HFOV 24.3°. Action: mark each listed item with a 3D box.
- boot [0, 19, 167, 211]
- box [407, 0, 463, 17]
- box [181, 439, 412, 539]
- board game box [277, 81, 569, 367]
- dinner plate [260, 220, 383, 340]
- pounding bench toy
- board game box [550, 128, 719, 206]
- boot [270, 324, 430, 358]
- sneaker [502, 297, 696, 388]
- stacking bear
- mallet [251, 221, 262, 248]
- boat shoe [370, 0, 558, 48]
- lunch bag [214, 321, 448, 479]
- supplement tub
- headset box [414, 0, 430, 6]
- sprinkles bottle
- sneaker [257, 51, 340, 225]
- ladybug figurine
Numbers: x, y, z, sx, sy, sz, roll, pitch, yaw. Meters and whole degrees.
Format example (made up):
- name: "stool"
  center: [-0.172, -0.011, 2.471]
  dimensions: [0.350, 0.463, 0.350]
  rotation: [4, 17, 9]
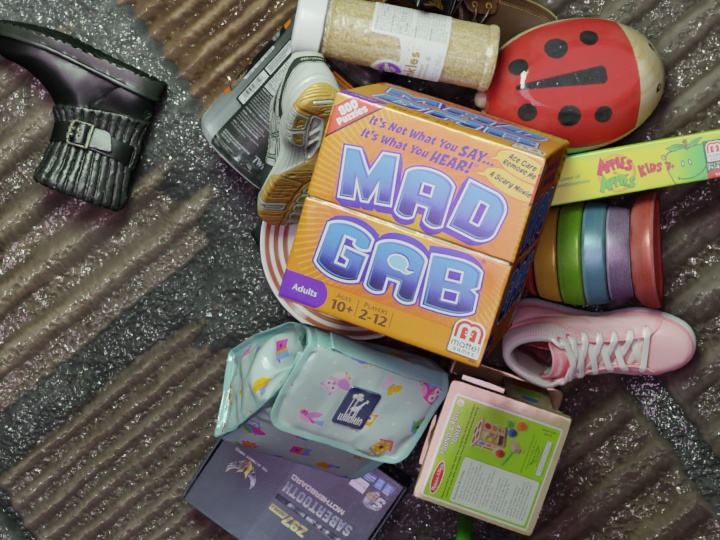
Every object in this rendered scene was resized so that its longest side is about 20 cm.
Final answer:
- name: "boot"
  center: [-0.325, -0.169, 1.806]
  dimensions: [0.211, 0.079, 0.158]
  rotation: [26, 99, 7]
- name: "box"
  center: [0.046, -0.360, 1.690]
  dimensions: [0.200, 0.049, 0.160]
  rotation: [32, 62, 9]
- name: "box"
  center: [-0.069, 0.236, 1.810]
  dimensions: [0.200, 0.051, 0.158]
  rotation: [36, 101, 5]
- name: "board game box"
  center: [0.065, -0.051, 1.586]
  dimensions: [0.199, 0.200, 0.200]
  rotation: [19, 103, 10]
- name: "dinner plate"
  center: [-0.003, -0.028, 1.727]
  dimensions: [0.200, 0.024, 0.201]
  rotation: [0, 98, 3]
- name: "pounding bench toy"
  center: [0.122, 0.207, 1.717]
  dimensions: [0.124, 0.156, 0.200]
  rotation: [18, 98, 1]
- name: "board game box"
  center: [0.272, -0.103, 1.692]
  dimensions: [0.200, 0.102, 0.048]
  rotation: [-10, 92, 11]
- name: "boot"
  center: [0.000, 0.000, 1.770]
  dimensions: [0.186, 0.064, 0.200]
  rotation: [8, 98, -1]
- name: "sneaker"
  center: [0.238, 0.084, 1.707]
  dimensions: [0.200, 0.105, 0.076]
  rotation: [8, 116, 11]
- name: "stacking bear"
  center: [0.204, -0.017, 1.713]
  dimensions: [0.200, 0.114, 0.122]
  rotation: [-2, 95, 15]
- name: "mallet"
  center: [-0.023, -0.061, 1.762]
  dimensions: [0.200, 0.041, 0.066]
  rotation: [-28, 90, 24]
- name: "boat shoe"
  center: [0.108, -0.255, 1.713]
  dimensions: [0.200, 0.068, 0.072]
  rotation: [13, 109, -4]
- name: "lunch bag"
  center: [-0.028, 0.123, 1.668]
  dimensions: [0.170, 0.200, 0.122]
  rotation: [21, 62, -24]
- name: "supplement tub"
  center: [-0.060, -0.185, 1.734]
  dimensions: [0.123, 0.123, 0.200]
  rotation: [45, 100, 4]
- name: "headset box"
  center: [0.094, -0.379, 1.628]
  dimensions: [0.200, 0.093, 0.174]
  rotation: [-26, 68, -24]
- name: "sprinkles bottle"
  center: [0.034, -0.226, 1.636]
  dimensions: [0.200, 0.068, 0.068]
  rotation: [10, 97, -3]
- name: "sneaker"
  center: [-0.058, -0.130, 1.650]
  dimensions: [0.075, 0.088, 0.200]
  rotation: [1, 139, -20]
- name: "ladybug figurine"
  center: [0.213, -0.187, 1.678]
  dimensions: [0.200, 0.072, 0.136]
  rotation: [-14, 89, -6]
